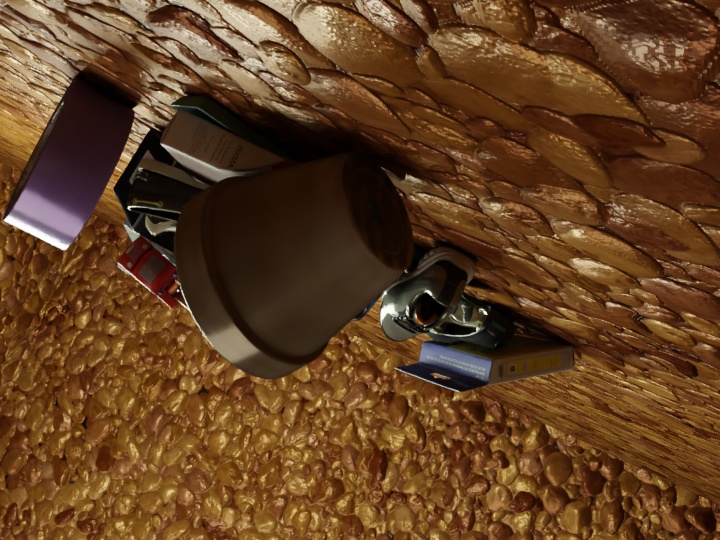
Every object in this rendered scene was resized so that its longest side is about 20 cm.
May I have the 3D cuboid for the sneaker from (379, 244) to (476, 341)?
[{"bbox_3d":[0.069,0.044,1.100,0.073,0.080,0.200,28,147,-7],"label":"sneaker"}]

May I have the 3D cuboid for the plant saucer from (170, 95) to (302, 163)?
[{"bbox_3d":[-0.114,-0.135,0.985,0.199,0.019,0.069,33,170,-37],"label":"plant saucer"}]

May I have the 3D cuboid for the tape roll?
[{"bbox_3d":[-0.370,-0.135,1.138,0.084,0.204,0.199,27,173,-24],"label":"tape roll"}]

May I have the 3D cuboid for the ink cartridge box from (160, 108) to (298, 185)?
[{"bbox_3d":[-0.107,-0.096,0.990,0.197,0.058,0.163,30,173,9],"label":"ink cartridge box"}]

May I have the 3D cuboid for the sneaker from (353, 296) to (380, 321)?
[{"bbox_3d":[0.000,0.000,1.062,0.064,0.080,0.201,13,157,7],"label":"sneaker"}]

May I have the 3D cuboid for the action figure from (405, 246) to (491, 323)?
[{"bbox_3d":[0.069,0.001,1.175,0.198,0.055,0.118,35,172,-26],"label":"action figure"}]

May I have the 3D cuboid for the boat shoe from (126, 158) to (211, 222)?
[{"bbox_3d":[-0.166,-0.062,1.010,0.197,0.062,0.072,22,173,6],"label":"boat shoe"}]

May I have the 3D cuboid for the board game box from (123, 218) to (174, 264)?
[{"bbox_3d":[-0.251,-0.003,1.311,0.198,0.034,0.135,37,165,4],"label":"board game box"}]

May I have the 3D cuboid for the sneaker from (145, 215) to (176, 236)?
[{"bbox_3d":[-0.175,-0.046,1.118,0.197,0.089,0.075,25,-179,-23],"label":"sneaker"}]

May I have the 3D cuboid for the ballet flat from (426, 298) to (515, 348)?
[{"bbox_3d":[0.145,0.071,1.325,0.072,0.074,0.198,30,168,-31],"label":"ballet flat"}]

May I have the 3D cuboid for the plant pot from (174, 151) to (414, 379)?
[{"bbox_3d":[-0.048,-0.021,0.853,0.171,0.204,0.199,-26,143,28],"label":"plant pot"}]

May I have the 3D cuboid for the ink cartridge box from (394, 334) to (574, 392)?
[{"bbox_3d":[0.179,0.130,1.332,0.196,0.048,0.197,-3,-175,-26],"label":"ink cartridge box"}]

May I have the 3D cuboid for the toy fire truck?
[{"bbox_3d":[-0.236,0.035,1.196,0.140,0.049,0.200,39,171,11],"label":"toy fire truck"}]

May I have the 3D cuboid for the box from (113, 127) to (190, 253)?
[{"bbox_3d":[-0.216,-0.081,1.218,0.198,0.108,0.148,31,-172,-34],"label":"box"}]
